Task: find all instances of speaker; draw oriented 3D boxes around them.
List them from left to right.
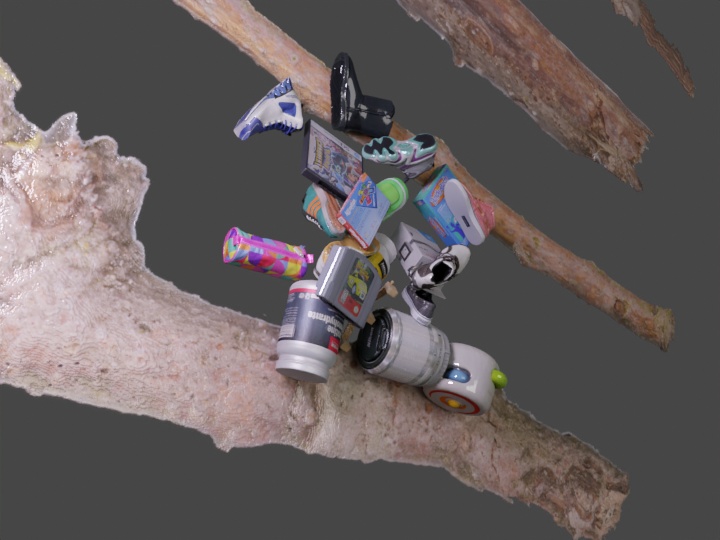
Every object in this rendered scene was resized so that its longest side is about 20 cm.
[{"bbox_3d":[0.033,-0.163,1.784,0.199,0.088,0.090,-34,101,-36],"label":"speaker"}]

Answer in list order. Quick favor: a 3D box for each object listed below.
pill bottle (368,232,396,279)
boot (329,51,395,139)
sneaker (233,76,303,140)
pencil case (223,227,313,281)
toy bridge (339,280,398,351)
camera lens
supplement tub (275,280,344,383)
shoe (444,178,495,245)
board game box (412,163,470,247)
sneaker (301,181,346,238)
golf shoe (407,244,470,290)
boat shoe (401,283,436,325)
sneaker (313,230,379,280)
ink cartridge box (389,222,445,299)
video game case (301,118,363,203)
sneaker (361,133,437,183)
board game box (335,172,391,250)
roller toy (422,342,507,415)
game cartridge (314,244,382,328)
[{"bbox_3d":[0.000,0.000,1.710,0.200,0.112,0.113,-46,108,-33],"label":"pill bottle"},{"bbox_3d":[0.007,-0.445,1.820,0.165,0.076,0.205,2,87,-33],"label":"boot"},{"bbox_3d":[-0.193,-0.356,1.653,0.116,0.080,0.200,49,55,-16],"label":"sneaker"},{"bbox_3d":[-0.208,-0.035,1.581,0.197,0.088,0.090,13,74,-33],"label":"pencil case"},{"bbox_3d":[0.015,0.100,1.686,0.027,0.068,0.201,33,105,-28],"label":"toy bridge"},{"bbox_3d":[0.100,0.188,1.720,0.197,0.159,0.163,21,69,-32],"label":"camera lens"},{"bbox_3d":[-0.111,0.137,1.585,0.139,0.139,0.204,23,68,-31],"label":"supplement tub"},{"bbox_3d":[0.304,-0.177,1.944,0.091,0.071,0.202,-43,112,-35],"label":"shoe"},{"bbox_3d":[0.250,-0.170,1.972,0.201,0.045,0.153,50,57,-19],"label":"board game box"},{"bbox_3d":[-0.089,-0.128,1.637,0.071,0.080,0.202,30,25,-34],"label":"sneaker"},{"bbox_3d":[0.209,-0.005,1.690,0.198,0.094,0.079,-30,106,-31],"label":"golf shoe"},{"bbox_3d":[0.151,0.067,1.766,0.069,0.200,0.067,27,105,-10],"label":"boat shoe"},{"bbox_3d":[-0.036,-0.034,1.617,0.076,0.088,0.198,50,40,14],"label":"sneaker"},{"bbox_3d":[0.160,-0.026,1.790,0.114,0.067,0.201,23,24,-32],"label":"ink cartridge box"},{"bbox_3d":[-0.064,-0.255,1.711,0.179,0.025,0.203,32,37,-29],"label":"video game case"},{"bbox_3d":[0.104,-0.281,1.857,0.195,0.141,0.079,-3,55,3],"label":"sneaker"},{"bbox_3d":[0.010,-0.142,1.657,0.103,0.019,0.201,49,36,-16],"label":"board game box"},{"bbox_3d":[0.254,0.285,1.805,0.180,0.199,0.142,31,64,-17],"label":"roller toy"},{"bbox_3d":[-0.020,0.032,1.543,0.200,0.040,0.135,42,64,-53],"label":"game cartridge"}]
